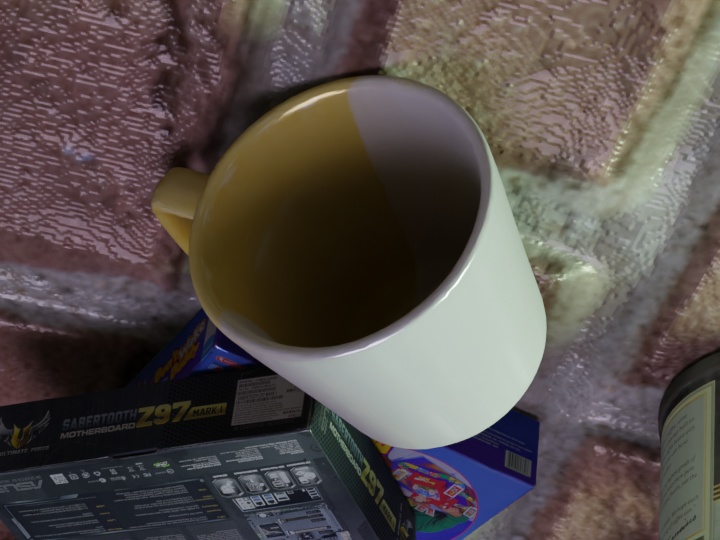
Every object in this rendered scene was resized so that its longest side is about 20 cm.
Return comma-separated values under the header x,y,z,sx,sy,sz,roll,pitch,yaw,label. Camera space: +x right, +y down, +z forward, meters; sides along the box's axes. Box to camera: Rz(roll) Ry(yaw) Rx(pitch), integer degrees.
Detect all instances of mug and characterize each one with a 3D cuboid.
x,y,z,sx,sy,sz,roll,pitch,yaw,label
0.009,-0.002,1.135,0.149,0.187,0.153,-37,142,1,mug

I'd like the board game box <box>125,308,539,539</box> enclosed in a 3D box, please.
x,y,z,sx,sy,sz,roll,pitch,yaw,label
-0.021,0.094,1.302,0.200,0.045,0.134,25,139,-21,board game box

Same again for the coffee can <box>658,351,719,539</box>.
x,y,z,sx,sy,sz,roll,pitch,yaw,label
0.224,0.158,1.218,0.146,0.200,0.146,5,142,4,coffee can

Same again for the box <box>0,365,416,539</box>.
x,y,z,sx,sy,sz,roll,pitch,yaw,label
-0.088,0.123,1.273,0.200,0.051,0.158,-9,138,19,box
